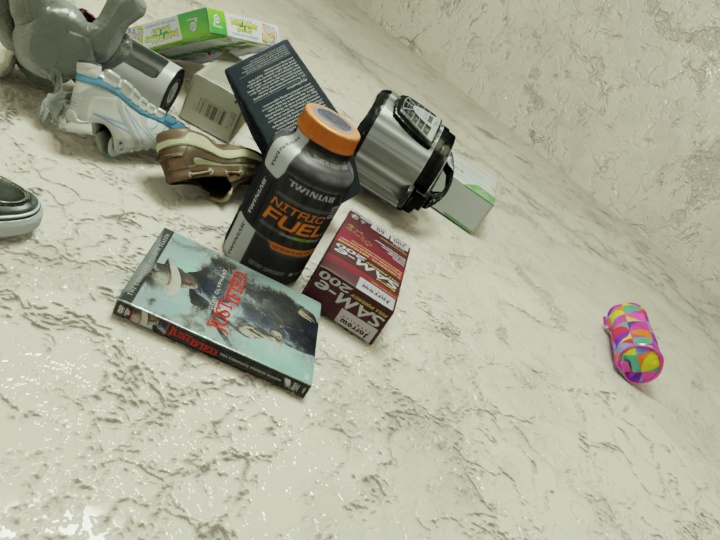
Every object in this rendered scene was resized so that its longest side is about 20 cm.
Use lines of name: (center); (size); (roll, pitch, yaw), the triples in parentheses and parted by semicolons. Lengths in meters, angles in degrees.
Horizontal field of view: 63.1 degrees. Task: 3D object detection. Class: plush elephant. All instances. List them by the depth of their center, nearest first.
plush elephant: (-0.386, -0.290, 0.739); (0.163, 0.203, 0.154); (8, 12, -42)

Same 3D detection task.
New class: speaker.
speaker: (-0.368, -0.314, 0.866); (0.198, 0.082, 0.082); (29, 27, -10)

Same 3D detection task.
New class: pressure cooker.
pressure cooker: (0.081, -0.208, 1.072); (0.198, 0.177, 0.179); (32, 1, -5)

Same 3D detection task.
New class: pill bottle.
pill bottle: (-0.076, -0.090, 0.685); (0.105, 0.201, 0.107); (25, 27, -14)

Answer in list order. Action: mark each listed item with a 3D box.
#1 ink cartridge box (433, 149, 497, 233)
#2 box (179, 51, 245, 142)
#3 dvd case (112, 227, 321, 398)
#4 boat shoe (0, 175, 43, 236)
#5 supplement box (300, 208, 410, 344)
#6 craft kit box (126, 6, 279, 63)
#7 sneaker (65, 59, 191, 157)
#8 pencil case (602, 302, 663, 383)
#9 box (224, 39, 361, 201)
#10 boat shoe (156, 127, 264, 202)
ink cartridge box: (0.221, -0.183, 1.300); (0.144, 0.088, 0.200); (34, 28, -1)
box: (-0.227, -0.302, 1.004); (0.094, 0.078, 0.201); (27, 27, -11)
dvd case: (-0.135, 0.039, 0.608); (0.198, 0.022, 0.147); (26, 28, -13)
boat shoe: (-0.372, -0.086, 0.492); (0.198, 0.071, 0.073); (17, 31, -32)
supplement box: (0.000, 0.000, 0.780); (0.108, 0.061, 0.201); (31, 28, -5)
craft kit box: (-0.279, -0.413, 1.045); (0.197, 0.049, 0.197); (0, 15, 27)
sneaker: (-0.292, -0.178, 0.748); (0.074, 0.088, 0.200); (20, -5, 29)
pencil case: (0.518, 0.134, 1.120); (0.088, 0.089, 0.200); (34, 24, 2)
box: (-0.096, -0.201, 0.854); (0.201, 0.106, 0.149); (59, -8, 27)
boat shoe: (-0.191, -0.127, 0.785); (0.201, 0.074, 0.076); (3, 77, -60)
